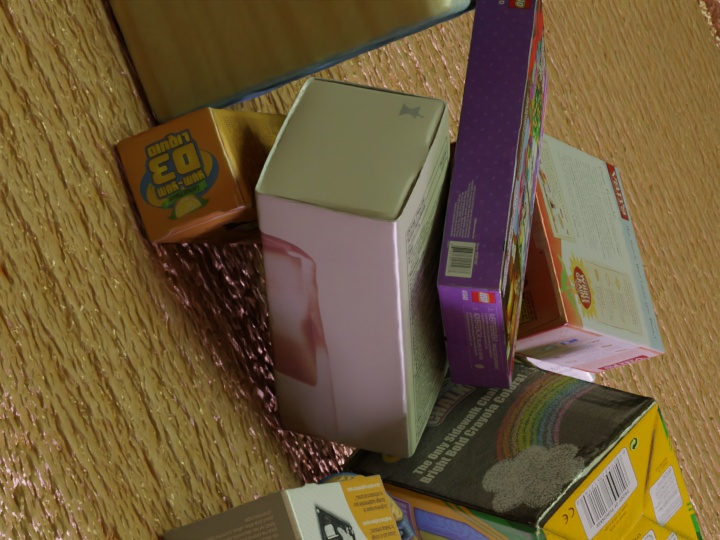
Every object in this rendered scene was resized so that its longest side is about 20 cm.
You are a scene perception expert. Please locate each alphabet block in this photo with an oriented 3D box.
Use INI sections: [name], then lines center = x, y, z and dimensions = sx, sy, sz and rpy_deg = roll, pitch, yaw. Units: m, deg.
[alphabet block]
center = -0.046, -0.218, 1.730
dimensions = 0.195, 0.196, 0.200
rpy_deg = -31, 100, -75

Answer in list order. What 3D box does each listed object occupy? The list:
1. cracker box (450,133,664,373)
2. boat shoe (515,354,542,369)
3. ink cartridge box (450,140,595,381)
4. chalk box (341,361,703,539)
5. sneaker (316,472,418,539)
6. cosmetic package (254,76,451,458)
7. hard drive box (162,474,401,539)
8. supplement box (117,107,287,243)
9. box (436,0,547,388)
[cracker box]
center = 0.127, -0.011, 1.870
dimensions = 0.200, 0.058, 0.134
rpy_deg = 16, 58, -65
[boat shoe]
center = 0.077, 0.079, 1.844
dimensions = 0.200, 0.071, 0.065
rpy_deg = 33, 28, 10
[ink cartridge box]
center = 0.066, 0.011, 1.945
dimensions = 0.200, 0.116, 0.067
rpy_deg = 52, 26, -42
[chalk box]
center = 0.081, 0.137, 1.726
dimensions = 0.124, 0.200, 0.124
rpy_deg = -44, 128, -30
[sneaker]
center = 0.014, 0.199, 1.678
dimensions = 0.088, 0.075, 0.200
rpy_deg = -113, 179, -71
[cosmetic package]
center = 0.000, 0.000, 1.649
dimensions = 0.200, 0.087, 0.103
rpy_deg = 87, 20, -45
[hard drive box]
center = -0.015, 0.216, 1.525
dimensions = 0.156, 0.077, 0.200
rpy_deg = 0, 70, -72
[supplement box]
center = -0.070, -0.054, 1.688
dimensions = 0.069, 0.066, 0.200
rpy_deg = 70, 16, 3
[box]
center = 0.079, -0.049, 1.687
dimensions = 0.137, 0.039, 0.200
rpy_deg = 79, 18, -64
